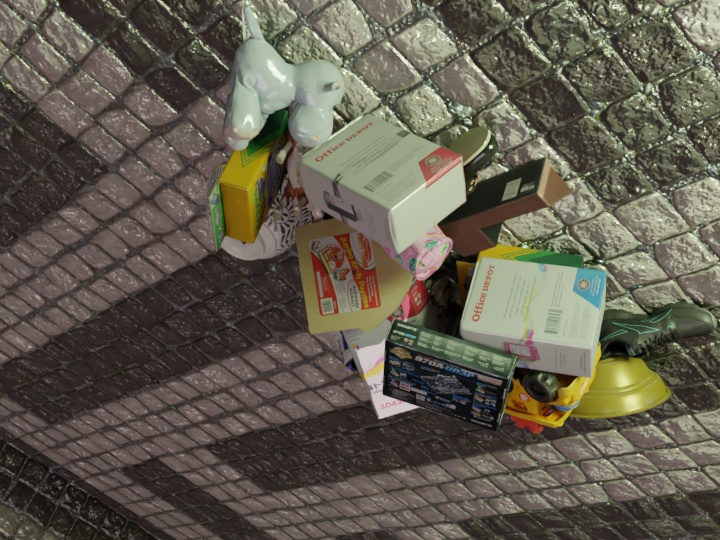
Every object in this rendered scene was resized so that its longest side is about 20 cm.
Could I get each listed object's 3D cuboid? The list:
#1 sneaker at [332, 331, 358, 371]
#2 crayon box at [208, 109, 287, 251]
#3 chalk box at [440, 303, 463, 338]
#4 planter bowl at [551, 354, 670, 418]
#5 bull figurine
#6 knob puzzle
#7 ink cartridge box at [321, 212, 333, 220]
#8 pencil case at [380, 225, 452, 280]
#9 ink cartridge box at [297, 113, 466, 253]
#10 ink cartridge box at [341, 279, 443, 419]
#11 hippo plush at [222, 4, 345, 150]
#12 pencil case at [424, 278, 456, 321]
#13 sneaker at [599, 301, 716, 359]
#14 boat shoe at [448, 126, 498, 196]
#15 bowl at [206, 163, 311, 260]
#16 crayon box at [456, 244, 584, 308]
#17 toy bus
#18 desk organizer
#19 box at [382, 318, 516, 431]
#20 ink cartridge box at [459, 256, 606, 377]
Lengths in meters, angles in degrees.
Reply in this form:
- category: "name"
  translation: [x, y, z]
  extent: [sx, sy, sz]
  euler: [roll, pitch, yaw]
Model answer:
- category: "sneaker"
  translation: [-0.020, 0.120, 1.726]
  extent: [0.080, 0.117, 0.198]
  euler: [7, -178, -39]
- category: "crayon box"
  translation: [-0.164, -0.135, 1.438]
  extent: [0.051, 0.201, 0.126]
  euler: [16, 145, 9]
- category: "chalk box"
  translation: [0.162, 0.147, 1.706]
  extent: [0.198, 0.125, 0.124]
  euler: [17, 144, 9]
- category: "planter bowl"
  translation: [0.416, 0.177, 1.601]
  extent: [0.198, 0.200, 0.085]
  euler: [-6, 100, 34]
- category: "bull figurine"
  translation: [-0.087, -0.146, 1.473]
  extent: [0.064, 0.122, 0.201]
  euler: [16, 137, 13]
- category: "knob puzzle"
  translation: [0.000, 0.000, 1.537]
  extent: [0.217, 0.223, 0.030]
  euler: [9, -176, 18]
- category: "ink cartridge box"
  translation: [0.035, -0.070, 1.572]
  extent: [0.199, 0.037, 0.095]
  euler: [31, 143, -14]
- category: "pencil case"
  translation: [0.049, -0.077, 1.439]
  extent: [0.200, 0.087, 0.088]
  euler: [47, 151, 21]
- category: "ink cartridge box"
  translation: [0.029, -0.127, 1.336]
  extent: [0.199, 0.145, 0.085]
  euler: [33, 149, 38]
- category: "ink cartridge box"
  translation: [0.065, 0.129, 1.593]
  extent: [0.146, 0.086, 0.202]
  euler: [-19, 98, 23]
- category: "hippo plush"
  translation: [-0.105, -0.260, 1.347]
  extent: [0.159, 0.159, 0.203]
  euler: [9, 103, -11]
- category: "pencil case"
  translation: [0.063, 0.037, 1.658]
  extent: [0.197, 0.089, 0.079]
  euler: [10, 115, 17]
- category: "sneaker"
  translation: [0.470, 0.105, 1.522]
  extent: [0.198, 0.080, 0.076]
  euler: [-10, 134, 35]
- category: "boat shoe"
  translation: [0.144, -0.145, 1.382]
  extent: [0.063, 0.074, 0.201]
  euler: [33, 149, -14]
- category: "bowl"
  translation: [-0.191, -0.081, 1.629]
  extent: [0.198, 0.095, 0.202]
  euler: [14, 143, 11]
- category: "crayon box"
  translation: [0.262, 0.021, 1.549]
  extent: [0.197, 0.052, 0.126]
  euler: [9, 142, 18]
- category: "toy bus"
  translation: [0.289, 0.187, 1.531]
  extent: [0.198, 0.136, 0.194]
  euler: [13, 133, 41]
- category: "desk organizer"
  translation: [0.211, -0.091, 1.417]
  extent: [0.199, 0.072, 0.077]
  euler: [-18, 130, 43]
- category: "box"
  translation: [0.133, 0.164, 1.470]
  extent: [0.198, 0.046, 0.160]
  euler: [16, 143, 13]
- category: "ink cartridge box"
  translation: [0.263, 0.068, 1.440]
  extent: [0.197, 0.146, 0.085]
  euler: [8, 142, 19]
